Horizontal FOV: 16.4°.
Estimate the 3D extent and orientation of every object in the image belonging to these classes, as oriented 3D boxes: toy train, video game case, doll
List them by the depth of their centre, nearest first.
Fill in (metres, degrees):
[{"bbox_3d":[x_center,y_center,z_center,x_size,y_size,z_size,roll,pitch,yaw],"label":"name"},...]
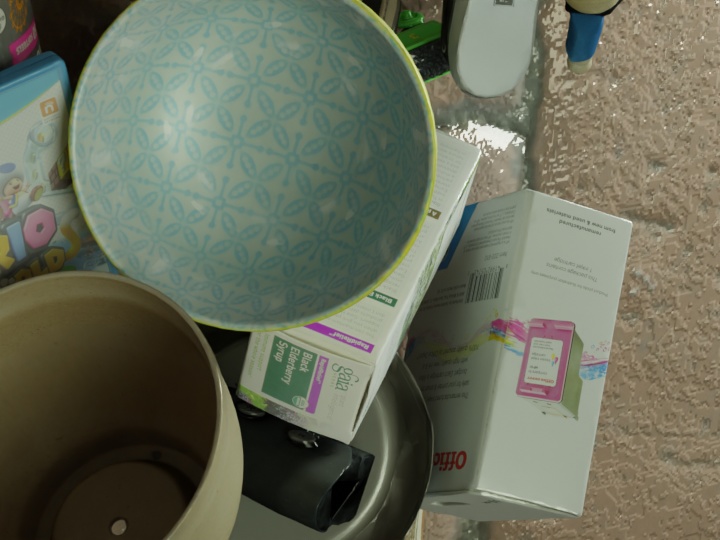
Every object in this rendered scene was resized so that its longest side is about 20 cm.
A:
[{"bbox_3d":[-0.206,-0.006,1.375,0.143,0.018,0.200,-26,127,-21],"label":"video game case"},{"bbox_3d":[-0.025,-0.113,1.581,0.200,0.056,0.042,-25,123,-25],"label":"toy train"},{"bbox_3d":[0.150,-0.192,1.588,0.048,0.200,0.137,15,105,1],"label":"doll"}]

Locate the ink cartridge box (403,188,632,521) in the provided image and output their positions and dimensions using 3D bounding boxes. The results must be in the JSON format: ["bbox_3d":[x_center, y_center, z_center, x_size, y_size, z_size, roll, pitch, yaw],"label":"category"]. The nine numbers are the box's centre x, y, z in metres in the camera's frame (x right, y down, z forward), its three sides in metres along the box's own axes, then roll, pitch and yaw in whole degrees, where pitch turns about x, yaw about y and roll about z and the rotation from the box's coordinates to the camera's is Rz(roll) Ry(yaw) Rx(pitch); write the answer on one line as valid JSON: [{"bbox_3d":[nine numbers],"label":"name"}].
[{"bbox_3d":[0.092,0.061,1.635,0.085,0.145,0.200,17,77,-22],"label":"ink cartridge box"}]

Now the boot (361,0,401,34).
[{"bbox_3d":[-0.067,-0.116,1.505,0.073,0.151,0.200,106,5,-61],"label":"boot"}]

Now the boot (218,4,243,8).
[{"bbox_3d":[-0.072,-0.181,1.459,0.201,0.144,0.071,5,108,-37],"label":"boot"}]

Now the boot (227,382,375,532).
[{"bbox_3d":[-0.106,0.102,1.491,0.165,0.200,0.066,-32,149,-63],"label":"boot"}]

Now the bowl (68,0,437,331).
[{"bbox_3d":[-0.051,-0.072,1.379,0.200,0.108,0.200,2,100,9],"label":"bowl"}]

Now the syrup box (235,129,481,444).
[{"bbox_3d":[0.000,0.000,1.528,0.079,0.081,0.200,105,10,-49],"label":"syrup box"}]

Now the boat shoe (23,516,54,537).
[{"bbox_3d":[-0.235,0.166,1.429,0.200,0.063,0.073,-15,118,-29],"label":"boat shoe"}]

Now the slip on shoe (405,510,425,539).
[{"bbox_3d":[0.010,0.165,1.716,0.061,0.076,0.200,9,102,-43],"label":"slip on shoe"}]

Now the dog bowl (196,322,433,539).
[{"bbox_3d":[-0.048,0.111,1.591,0.200,0.200,0.059,-59,170,1],"label":"dog bowl"}]

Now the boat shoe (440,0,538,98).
[{"bbox_3d":[0.087,-0.207,1.548,0.069,0.057,0.200,8,107,-20],"label":"boat shoe"}]

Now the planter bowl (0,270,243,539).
[{"bbox_3d":[-0.148,0.118,1.358,0.200,0.200,0.135,-46,148,-10],"label":"planter bowl"}]

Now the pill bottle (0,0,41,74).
[{"bbox_3d":[-0.231,-0.090,1.405,0.116,0.116,0.200,-24,123,-25],"label":"pill bottle"}]
